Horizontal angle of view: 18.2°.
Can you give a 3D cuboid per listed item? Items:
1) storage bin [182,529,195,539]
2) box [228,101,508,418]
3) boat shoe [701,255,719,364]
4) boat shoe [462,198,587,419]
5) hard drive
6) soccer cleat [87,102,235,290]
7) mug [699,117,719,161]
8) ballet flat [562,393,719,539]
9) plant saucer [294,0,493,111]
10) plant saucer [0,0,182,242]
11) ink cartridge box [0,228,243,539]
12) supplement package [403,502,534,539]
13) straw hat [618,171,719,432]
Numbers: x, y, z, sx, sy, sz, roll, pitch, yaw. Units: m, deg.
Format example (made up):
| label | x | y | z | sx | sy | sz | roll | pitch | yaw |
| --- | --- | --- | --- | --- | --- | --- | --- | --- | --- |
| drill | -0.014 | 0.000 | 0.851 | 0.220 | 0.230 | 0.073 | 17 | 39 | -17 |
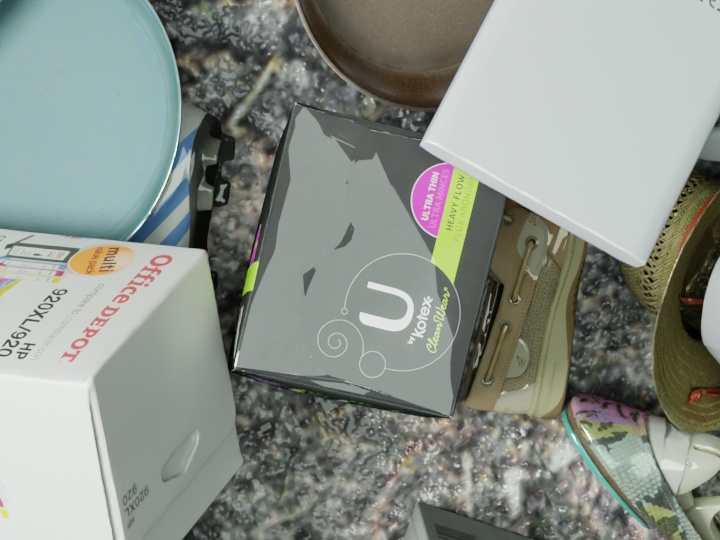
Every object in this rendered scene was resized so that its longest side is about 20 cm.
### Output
| label | x | y | z | sx | sy | sz | roll | pitch | yaw |
| --- | --- | --- | --- | --- | --- | --- | --- | --- | --- |
| storage bin | -0.171 | 0.205 | 1.314 | 0.199 | 0.146 | 0.135 | -8 | 97 | -1 |
| box | 0.000 | 0.000 | 1.260 | 0.124 | 0.200 | 0.149 | 13 | 86 | -3 |
| boat shoe | 0.249 | 0.059 | 1.300 | 0.071 | 0.070 | 0.200 | -42 | 139 | -24 |
| boat shoe | 0.098 | -0.011 | 1.337 | 0.064 | 0.071 | 0.201 | 5 | 98 | -4 |
| hard drive | 0.133 | -0.121 | 1.174 | 0.132 | 0.025 | 0.200 | 29 | 80 | -7 |
| soccer cleat | -0.130 | -0.002 | 1.339 | 0.086 | 0.070 | 0.201 | 9 | 94 | 12 |
| mug | 0.207 | -0.140 | 1.269 | 0.175 | 0.200 | 0.148 | -18 | 137 | 5 |
| ballet flat | 0.201 | 0.143 | 1.352 | 0.071 | 0.069 | 0.200 | -28 | 104 | 25 |
| plant saucer | 0.044 | -0.193 | 1.304 | 0.200 | 0.032 | 0.201 | -7 | 108 | -23 |
| plant saucer | -0.190 | -0.091 | 1.309 | 0.200 | 0.027 | 0.201 | 0 | 89 | 20 |
| ink cartridge box | -0.189 | 0.073 | 1.241 | 0.199 | 0.147 | 0.145 | 6 | 122 | 23 |
| supplement package | 0.074 | 0.267 | 1.327 | 0.150 | 0.152 | 0.201 | 19 | 96 | -4 |
| straw hat | 0.200 | -0.009 | 1.328 | 0.085 | 0.201 | 0.201 | 31 | 96 | 36 |
